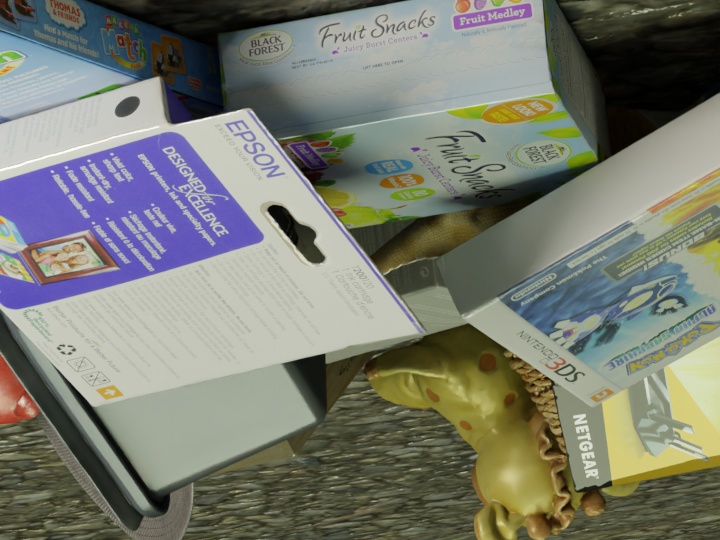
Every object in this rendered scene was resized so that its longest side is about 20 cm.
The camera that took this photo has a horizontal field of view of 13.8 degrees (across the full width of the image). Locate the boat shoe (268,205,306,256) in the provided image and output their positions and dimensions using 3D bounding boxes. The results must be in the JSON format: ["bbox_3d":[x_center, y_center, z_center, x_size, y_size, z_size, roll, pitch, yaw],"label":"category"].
[{"bbox_3d":[-0.131,-0.017,1.799,0.199,0.073,0.063,-7,125,27],"label":"boat shoe"}]

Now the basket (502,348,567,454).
[{"bbox_3d":[0.190,0.008,1.891,0.200,0.143,0.149,-21,130,15],"label":"basket"}]

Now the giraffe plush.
[{"bbox_3d":[0.107,0.102,2.033,0.172,0.163,0.200,-28,176,8],"label":"giraffe plush"}]

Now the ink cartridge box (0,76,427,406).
[{"bbox_3d":[-0.095,-0.014,1.492,0.199,0.043,0.198,-12,140,23],"label":"ink cartridge box"}]

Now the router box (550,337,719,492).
[{"bbox_3d":[0.187,0.035,1.785,0.157,0.052,0.200,-11,131,5],"label":"router box"}]

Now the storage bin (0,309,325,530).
[{"bbox_3d":[-0.109,0.024,1.683,0.134,0.146,0.200,-19,127,13],"label":"storage bin"}]

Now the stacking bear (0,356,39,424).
[{"bbox_3d":[-0.285,0.071,1.900,0.199,0.122,0.114,-11,160,24],"label":"stacking bear"}]

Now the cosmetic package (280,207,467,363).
[{"bbox_3d":[0.000,0.000,1.836,0.200,0.090,0.107,-13,166,37],"label":"cosmetic package"}]

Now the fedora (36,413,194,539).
[{"bbox_3d":[-0.136,0.073,1.909,0.090,0.200,0.177,-27,145,-33],"label":"fedora"}]

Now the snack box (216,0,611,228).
[{"bbox_3d":[0.034,-0.082,1.536,0.168,0.068,0.200,-9,168,11],"label":"snack box"}]

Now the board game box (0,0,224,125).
[{"bbox_3d":[-0.180,-0.093,1.448,0.151,0.037,0.200,-14,166,28],"label":"board game box"}]

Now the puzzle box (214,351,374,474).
[{"bbox_3d":[-0.065,0.079,2.024,0.133,0.025,0.200,-14,-159,31],"label":"puzzle box"}]

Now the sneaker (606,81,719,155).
[{"bbox_3d":[0.188,-0.059,1.694,0.200,0.076,0.088,-14,166,30],"label":"sneaker"}]

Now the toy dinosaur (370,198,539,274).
[{"bbox_3d":[0.059,-0.036,1.655,0.199,0.101,0.058,-16,160,14],"label":"toy dinosaur"}]

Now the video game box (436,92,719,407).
[{"bbox_3d":[0.167,-0.011,1.617,0.200,0.047,0.182,-31,153,16],"label":"video game box"}]
